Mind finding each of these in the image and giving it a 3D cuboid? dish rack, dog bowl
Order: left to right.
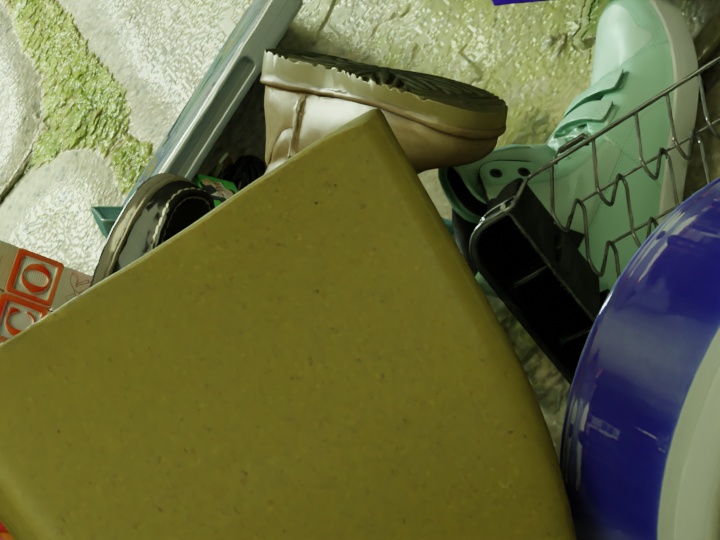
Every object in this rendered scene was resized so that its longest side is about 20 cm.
[{"bbox_3d":[0.166,-0.018,0.711,0.199,0.154,0.055,-31,23,26],"label":"dish rack"},{"bbox_3d":[0.173,0.061,0.610,0.079,0.200,0.201,25,85,52],"label":"dog bowl"}]

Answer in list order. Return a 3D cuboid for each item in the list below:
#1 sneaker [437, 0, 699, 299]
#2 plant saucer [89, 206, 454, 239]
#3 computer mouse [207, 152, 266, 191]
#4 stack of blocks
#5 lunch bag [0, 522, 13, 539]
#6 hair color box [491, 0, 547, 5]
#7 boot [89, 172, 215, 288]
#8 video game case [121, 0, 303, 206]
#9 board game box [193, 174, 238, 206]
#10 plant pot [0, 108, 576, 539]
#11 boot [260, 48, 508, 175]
[{"bbox_3d":[0.103,-0.070,0.816,0.074,0.117,0.202,129,152,-61],"label":"sneaker"},{"bbox_3d":[-0.049,-0.023,0.902,0.070,0.198,0.019,-153,65,-73],"label":"plant saucer"},{"bbox_3d":[-0.069,0.024,0.994,0.110,0.044,0.201,-54,40,33],"label":"computer mouse"},{"bbox_3d":[-0.216,0.050,1.018,0.200,0.114,0.059,-37,35,62],"label":"stack of blocks"},{"bbox_3d":[-0.206,0.161,0.733,0.176,0.198,0.083,-114,31,-63],"label":"lunch bag"},{"bbox_3d":[0.162,-0.199,0.857,0.199,0.065,0.109,2,37,47],"label":"hair color box"},{"bbox_3d":[-0.067,0.064,0.790,0.150,0.073,0.202,16,94,34],"label":"boot"},{"bbox_3d":[-0.104,-0.101,1.056,0.183,0.022,0.200,-57,10,1],"label":"video game case"},{"bbox_3d":[-0.108,0.062,0.976,0.201,0.029,0.135,-62,35,27],"label":"board game box"},{"bbox_3d":[-0.018,0.098,0.627,0.195,0.194,0.201,-34,76,-11],"label":"plant pot"},{"bbox_3d":[0.000,0.000,0.802,0.175,0.066,0.202,23,111,54],"label":"boot"}]
